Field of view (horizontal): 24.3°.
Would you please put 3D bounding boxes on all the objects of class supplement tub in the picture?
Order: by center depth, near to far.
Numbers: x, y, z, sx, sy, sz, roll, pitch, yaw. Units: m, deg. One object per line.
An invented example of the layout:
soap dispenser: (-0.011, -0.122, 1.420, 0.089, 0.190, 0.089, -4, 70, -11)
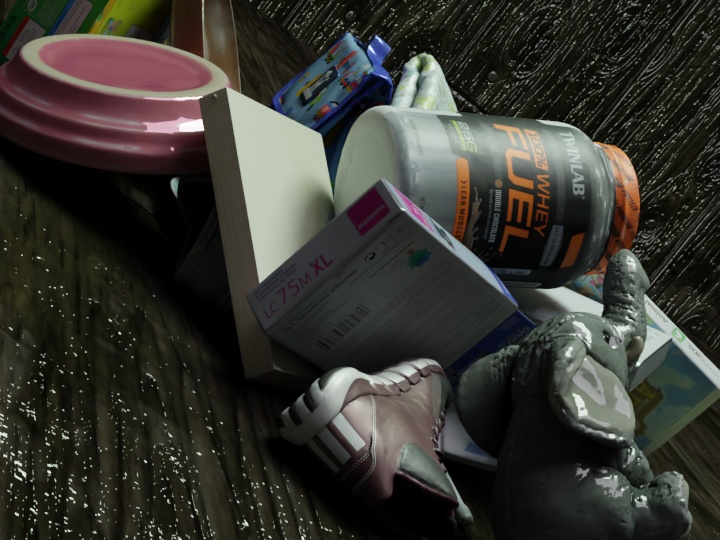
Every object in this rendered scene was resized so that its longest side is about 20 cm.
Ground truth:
supplement tub: (0.091, -0.050, 1.197, 0.198, 0.123, 0.123, 2, 26, -24)

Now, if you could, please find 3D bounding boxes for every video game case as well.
video game case: (0.179, 0.082, 1.377, 0.182, 0.200, 0.022, 46, 44, 6)

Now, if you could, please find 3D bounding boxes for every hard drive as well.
hard drive: (0.130, 0.028, 1.268, 0.199, 0.026, 0.132, 25, 15, 17)

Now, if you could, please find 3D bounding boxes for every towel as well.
towel: (0.062, -0.061, 1.427, 0.201, 0.048, 0.172, -72, 150, -47)

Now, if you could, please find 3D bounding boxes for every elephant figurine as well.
elephant figurine: (0.133, 0.092, 1.097, 0.155, 0.140, 0.202, 19, 57, -74)

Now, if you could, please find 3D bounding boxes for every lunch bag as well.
lunch bag: (-0.036, -0.121, 1.492, 0.094, 0.200, 0.151, 35, 10, -19)

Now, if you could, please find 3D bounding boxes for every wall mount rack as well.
wall mount rack: (0.115, 0.130, 1.215, 0.198, 0.075, 0.175, 17, 55, -18)

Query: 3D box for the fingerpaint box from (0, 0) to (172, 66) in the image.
fingerpaint box: (-0.204, -0.234, 1.392, 0.073, 0.201, 0.167, 36, 10, 10)

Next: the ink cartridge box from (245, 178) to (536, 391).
ink cartridge box: (0.025, 0.026, 1.111, 0.200, 0.119, 0.042, 37, 17, -50)

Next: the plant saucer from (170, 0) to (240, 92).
plant saucer: (-0.129, -0.164, 1.398, 0.034, 0.202, 0.200, -4, 9, 5)

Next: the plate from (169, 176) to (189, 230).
plate: (-0.076, -0.004, 1.333, 0.200, 0.026, 0.200, 37, 10, -8)

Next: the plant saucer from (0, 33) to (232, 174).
plant saucer: (-0.173, -0.126, 1.208, 0.199, 0.051, 0.201, 10, 21, -4)

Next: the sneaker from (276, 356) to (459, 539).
sneaker: (0.029, 0.121, 1.057, 0.116, 0.076, 0.200, 50, 20, 17)

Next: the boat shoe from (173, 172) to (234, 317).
boat shoe: (-0.097, -0.051, 1.217, 0.071, 0.070, 0.202, 28, 35, -18)

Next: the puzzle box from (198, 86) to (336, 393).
puzzle box: (-0.052, -0.015, 1.151, 0.133, 0.025, 0.202, 22, 54, -60)
